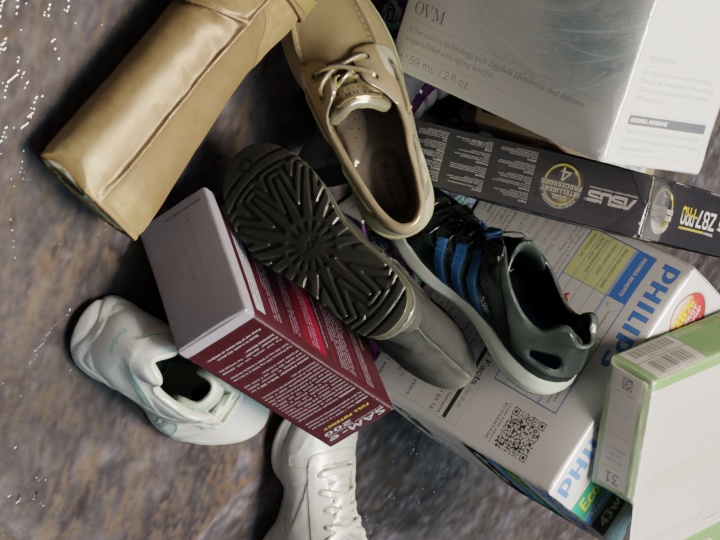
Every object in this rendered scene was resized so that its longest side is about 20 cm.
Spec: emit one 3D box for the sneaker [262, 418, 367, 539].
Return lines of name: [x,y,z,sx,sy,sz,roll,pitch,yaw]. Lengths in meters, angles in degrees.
sneaker: [-0.021,0.180,1.795,0.075,0.099,0.201,-11,118,-42]

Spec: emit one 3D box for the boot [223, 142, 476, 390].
boot: [-0.002,0.001,1.652,0.073,0.182,0.200,-42,163,9]

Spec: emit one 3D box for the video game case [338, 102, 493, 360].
video game case: [0.070,-0.017,1.832,0.181,0.036,0.201,-40,136,-26]

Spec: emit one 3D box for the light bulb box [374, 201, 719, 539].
light bulb box: [0.146,0.064,1.775,0.199,0.200,0.125,-56,140,-5]

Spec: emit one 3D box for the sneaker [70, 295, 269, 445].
sneaker: [-0.117,0.084,1.646,0.200,0.080,0.071,34,84,-53]

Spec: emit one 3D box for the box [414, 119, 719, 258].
box: [0.145,-0.056,1.655,0.161,0.199,0.049,14,91,-60]

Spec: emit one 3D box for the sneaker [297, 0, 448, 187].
sneaker: [0.011,-0.141,1.677,0.200,0.074,0.088,-46,129,-36]

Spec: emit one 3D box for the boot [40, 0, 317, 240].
boot: [-0.131,-0.140,1.508,0.200,0.066,0.175,-51,132,-7]

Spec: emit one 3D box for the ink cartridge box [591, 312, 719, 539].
ink cartridge box: [0.227,0.138,1.711,0.145,0.048,0.201,-19,126,-41]

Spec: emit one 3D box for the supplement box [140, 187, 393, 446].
supplement box: [-0.063,0.035,1.645,0.061,0.109,0.200,-32,144,16]

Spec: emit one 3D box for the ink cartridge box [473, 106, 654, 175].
ink cartridge box: [0.176,-0.154,1.798,0.200,0.075,0.166,25,84,-61]

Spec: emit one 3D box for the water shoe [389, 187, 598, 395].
water shoe: [0.096,-0.007,1.685,0.071,0.200,0.079,-24,156,-42]

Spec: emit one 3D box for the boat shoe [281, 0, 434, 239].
boat shoe: [-0.002,-0.117,1.590,0.072,0.065,0.201,-20,89,-1]

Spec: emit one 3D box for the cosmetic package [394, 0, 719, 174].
cosmetic package: [0.151,-0.194,1.590,0.123,0.199,0.201,4,108,-49]
